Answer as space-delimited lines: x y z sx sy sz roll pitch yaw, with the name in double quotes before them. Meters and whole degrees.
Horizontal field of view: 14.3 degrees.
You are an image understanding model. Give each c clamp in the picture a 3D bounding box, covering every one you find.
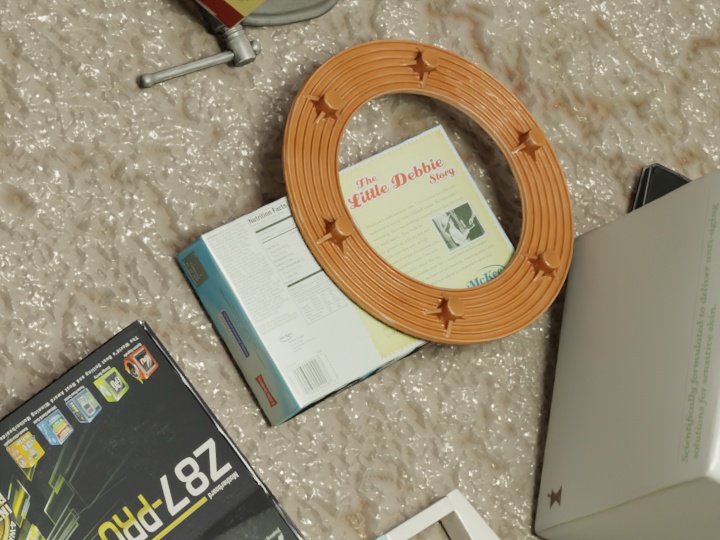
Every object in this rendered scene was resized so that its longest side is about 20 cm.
"c clamp" -0.088 -0.216 1.754 0.171 0.027 0.200 -11 76 -34

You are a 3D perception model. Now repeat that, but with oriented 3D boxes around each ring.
"ring" 0.045 -0.051 1.719 0.200 0.019 0.201 14 59 -26

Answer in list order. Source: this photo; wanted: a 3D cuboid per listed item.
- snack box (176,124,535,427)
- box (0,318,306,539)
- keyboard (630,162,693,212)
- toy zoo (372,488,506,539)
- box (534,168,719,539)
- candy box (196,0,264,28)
"snack box" 0.000 0.000 1.703 0.200 0.037 0.116 -26 83 -37
"box" -0.146 0.144 1.542 0.200 0.049 0.161 -37 93 -38
"keyboard" 0.253 0.022 1.861 0.200 0.021 0.127 27 56 -18
"toy zoo" 0.037 0.211 1.641 0.200 0.020 0.131 -27 85 -37
"box" 0.230 0.068 1.701 0.171 0.200 0.199 18 69 -22
"candy box" -0.070 -0.255 1.735 0.115 0.055 0.200 40 50 -16
